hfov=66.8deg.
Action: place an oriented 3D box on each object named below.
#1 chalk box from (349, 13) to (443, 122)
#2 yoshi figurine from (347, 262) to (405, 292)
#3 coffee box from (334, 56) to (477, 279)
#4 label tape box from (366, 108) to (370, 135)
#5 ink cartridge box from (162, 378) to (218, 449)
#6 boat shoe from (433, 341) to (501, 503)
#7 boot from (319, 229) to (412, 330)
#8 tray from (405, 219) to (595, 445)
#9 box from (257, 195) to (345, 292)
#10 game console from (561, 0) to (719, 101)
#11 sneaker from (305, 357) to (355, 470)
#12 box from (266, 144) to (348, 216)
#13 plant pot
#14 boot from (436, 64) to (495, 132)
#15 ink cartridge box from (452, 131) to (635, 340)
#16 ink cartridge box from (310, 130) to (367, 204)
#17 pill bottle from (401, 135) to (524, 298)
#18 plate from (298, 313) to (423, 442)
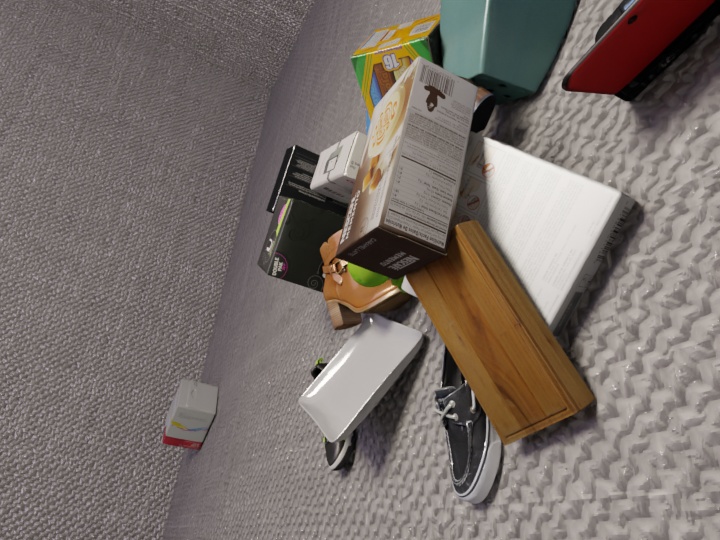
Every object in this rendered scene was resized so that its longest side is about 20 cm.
[{"bbox_3d":[0.086,-0.268,0.849,0.123,0.201,0.125,-2,37,26],"label":"chalk box"},{"bbox_3d":[0.039,-0.024,0.752,0.111,0.200,0.113,-7,87,25],"label":"yoshi figurine"},{"bbox_3d":[0.049,-0.105,0.588,0.114,0.079,0.202,-30,42,64],"label":"coffee box"},{"bbox_3d":[0.095,-0.315,1.001,0.200,0.063,0.145,-39,37,40],"label":"label tape box"},{"bbox_3d":[-0.632,0.534,2.033,0.201,0.144,0.146,-62,23,25],"label":"ink cartridge box"},{"bbox_3d":[0.113,0.149,0.610,0.072,0.067,0.202,-31,45,60],"label":"boat shoe"},{"bbox_3d":[0.000,0.000,0.904,0.199,0.073,0.156,-26,70,41],"label":"boot"},{"bbox_3d":[0.129,0.061,0.543,0.201,0.037,0.099,60,139,16],"label":"tray"},{"bbox_3d":[-0.077,-0.040,1.051,0.150,0.198,0.124,-70,21,3],"label":"box"},{"bbox_3d":[0.271,-0.265,0.487,0.200,0.118,0.174,-48,32,45],"label":"game console"},{"bbox_3d":[-0.060,0.244,0.941,0.072,0.082,0.201,-54,27,38],"label":"sneaker"},{"bbox_3d":[-0.079,-0.156,1.148,0.079,0.199,0.142,11,81,68],"label":"box"},{"bbox_3d":[0.189,-0.339,0.729,0.141,0.140,0.202,-169,89,-69],"label":"plant pot"},{"bbox_3d":[0.102,-0.180,0.759,0.097,0.074,0.201,45,132,21],"label":"boot"},{"bbox_3d":[0.154,-0.042,0.578,0.200,0.047,0.161,36,110,39],"label":"ink cartridge box"},{"bbox_3d":[0.008,-0.176,1.028,0.200,0.144,0.085,3,74,68],"label":"ink cartridge box"},{"bbox_3d":[0.129,-0.055,0.673,0.202,0.113,0.114,-69,21,5],"label":"pill bottle"},{"bbox_3d":[0.000,0.162,0.848,0.200,0.032,0.200,-48,18,-11],"label":"plate"}]
